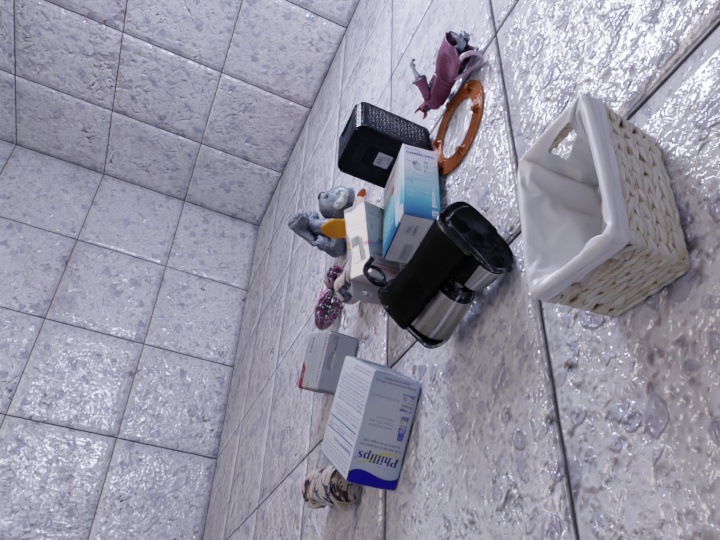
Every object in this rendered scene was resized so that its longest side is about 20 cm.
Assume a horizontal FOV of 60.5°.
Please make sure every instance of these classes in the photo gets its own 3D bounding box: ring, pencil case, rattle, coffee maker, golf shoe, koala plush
[{"bbox_3d":[0.198,-0.302,1.296,0.200,0.019,0.206,-164,89,-73],"label":"ring"},{"bbox_3d":[0.000,0.000,1.523,0.090,0.077,0.201,-49,-4,-44],"label":"pencil case"},{"bbox_3d":[-0.045,-0.163,1.749,0.132,0.138,0.205,100,169,-56],"label":"rattle"},{"bbox_3d":[-0.066,0.470,1.330,0.200,0.077,0.091,-43,20,58],"label":"pencil case"},{"bbox_3d":[0.118,-0.005,0.995,0.202,0.189,0.136,-57,7,37],"label":"coffee maker"},{"bbox_3d":[-0.090,0.090,1.771,0.093,0.071,0.204,121,168,-55],"label":"golf shoe"},{"bbox_3d":[-0.084,-0.166,1.862,0.202,0.182,0.177,-55,-6,9],"label":"koala plush"}]

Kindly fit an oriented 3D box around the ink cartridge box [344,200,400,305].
[{"bbox_3d":[0.029,-0.035,1.361,0.066,0.116,0.206,-17,70,35],"label":"ink cartridge box"}]

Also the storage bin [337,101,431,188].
[{"bbox_3d":[0.055,-0.276,1.417,0.096,0.195,0.136,-90,25,-43],"label":"storage bin"}]

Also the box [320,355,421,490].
[{"bbox_3d":[0.016,0.287,1.192,0.183,0.102,0.206,-177,104,-72],"label":"box"}]

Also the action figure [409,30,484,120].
[{"bbox_3d":[0.186,-0.411,1.343,0.150,0.131,0.203,54,129,35],"label":"action figure"}]

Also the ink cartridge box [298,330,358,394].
[{"bbox_3d":[-0.086,0.241,1.589,0.199,0.081,0.150,159,126,-69],"label":"ink cartridge box"}]

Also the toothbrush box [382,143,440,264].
[{"bbox_3d":[0.105,-0.139,1.305,0.148,0.083,0.204,114,164,-51],"label":"toothbrush box"}]

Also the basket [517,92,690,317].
[{"bbox_3d":[0.267,-0.067,0.694,0.136,0.120,0.205,130,150,-51],"label":"basket"}]
